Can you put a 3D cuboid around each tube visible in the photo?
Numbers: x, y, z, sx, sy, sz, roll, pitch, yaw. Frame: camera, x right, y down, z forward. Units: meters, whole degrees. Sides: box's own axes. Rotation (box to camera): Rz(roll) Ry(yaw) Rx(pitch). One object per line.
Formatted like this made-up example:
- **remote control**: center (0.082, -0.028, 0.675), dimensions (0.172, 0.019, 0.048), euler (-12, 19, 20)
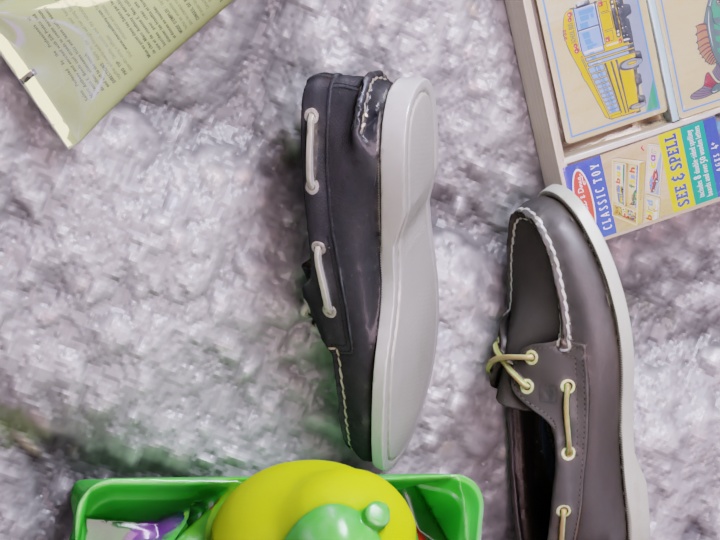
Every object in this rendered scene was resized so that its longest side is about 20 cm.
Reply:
- **tube**: center (-0.078, -0.147, 1.374), dimensions (0.200, 0.052, 0.058), euler (-39, 70, -7)

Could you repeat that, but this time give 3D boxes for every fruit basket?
- **fruit basket**: center (-0.033, 0.152, 1.365), dimensions (0.214, 0.215, 0.157), euler (1, 100, -21)

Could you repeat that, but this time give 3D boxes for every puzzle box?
- **puzzle box**: center (0.139, -0.124, 1.471), dimensions (0.132, 0.025, 0.201), euler (-19, 107, -16)

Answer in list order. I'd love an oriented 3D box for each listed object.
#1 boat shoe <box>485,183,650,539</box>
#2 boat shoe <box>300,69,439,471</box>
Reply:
- **boat shoe**: center (0.096, 0.060, 1.465), dimensions (0.060, 0.072, 0.202), euler (-17, 109, -21)
- **boat shoe**: center (0.000, 0.000, 1.423), dimensions (0.060, 0.074, 0.201), euler (9, 119, 18)
